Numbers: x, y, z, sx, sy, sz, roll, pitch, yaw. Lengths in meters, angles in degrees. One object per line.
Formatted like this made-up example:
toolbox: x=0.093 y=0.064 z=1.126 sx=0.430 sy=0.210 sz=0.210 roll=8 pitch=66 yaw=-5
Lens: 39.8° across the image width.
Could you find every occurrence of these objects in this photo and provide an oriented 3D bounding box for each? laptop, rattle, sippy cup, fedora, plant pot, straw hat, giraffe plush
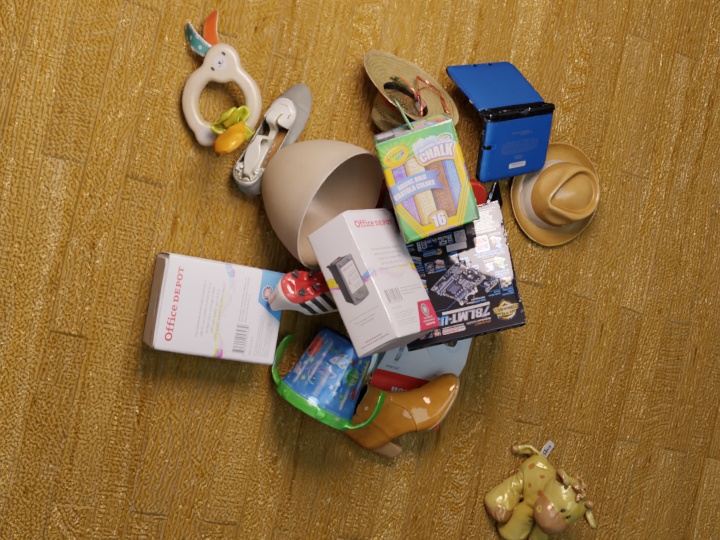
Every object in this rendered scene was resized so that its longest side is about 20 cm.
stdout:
laptop: x=0.245 y=-0.027 z=1.698 sx=0.102 sy=0.177 sz=0.203 roll=20 pitch=86 yaw=13
rattle: x=-0.224 y=-0.284 z=1.489 sx=0.128 sy=0.143 sz=0.204 roll=1 pitch=106 yaw=17
sippy cup: x=-0.049 y=0.168 z=1.605 sx=0.176 sy=0.139 sz=0.132 roll=30 pitch=90 yaw=-18
fedora: x=0.371 y=-0.139 z=1.808 sx=0.197 sy=0.082 sz=0.205 roll=-2 pitch=95 yaw=-24
plant pot: x=-0.077 y=-0.124 z=1.555 sx=0.200 sy=0.134 sz=0.202 roll=-41 pitch=150 yaw=-29
straw hat: x=0.065 y=-0.269 z=1.650 sx=0.199 sy=0.203 sz=0.085 roll=24 pitch=126 yaw=-24
giraffe plush: x=0.346 y=0.418 z=1.801 sx=0.171 sy=0.162 sz=0.203 roll=25 pitch=85 yaw=-24

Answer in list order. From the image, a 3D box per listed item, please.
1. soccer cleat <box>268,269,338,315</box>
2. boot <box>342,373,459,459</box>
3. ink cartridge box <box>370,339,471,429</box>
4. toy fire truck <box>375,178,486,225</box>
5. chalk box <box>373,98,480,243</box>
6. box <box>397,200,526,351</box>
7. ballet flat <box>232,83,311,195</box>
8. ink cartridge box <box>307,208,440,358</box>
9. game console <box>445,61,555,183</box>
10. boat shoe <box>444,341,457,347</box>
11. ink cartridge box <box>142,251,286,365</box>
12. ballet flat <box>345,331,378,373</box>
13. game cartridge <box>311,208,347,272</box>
soccer cleat: x=-0.054 y=0.035 z=1.561 sx=0.197 sy=0.085 sz=0.070 roll=-1 pitch=65 yaw=-40
boot: x=0.062 y=0.224 z=1.680 sx=0.201 sy=0.071 sz=0.144 roll=-46 pitch=124 yaw=8
ink cartridge box: x=0.103 y=0.169 z=1.732 sx=0.158 sy=0.047 sz=0.204 roll=15 pitch=87 yaw=-25
toy fire truck: x=0.116 y=-0.088 z=1.693 sx=0.196 sy=0.112 sz=0.171 roll=0 pitch=113 yaw=-23
chalk box: x=0.093 y=-0.165 z=1.508 sx=0.121 sy=0.125 sz=0.204 roll=-16 pitch=104 yaw=4
box: x=0.149 y=0.010 z=1.591 sx=0.196 sy=0.050 sz=0.203 roll=-13 pitch=81 yaw=4
ballet flat: x=-0.138 y=-0.214 z=1.572 sx=0.203 sy=0.067 sz=0.064 roll=-62 pitch=158 yaw=-5
ink cartridge box: x=0.022 y=0.017 z=1.500 sx=0.147 sy=0.085 sz=0.203 roll=-6 pitch=69 yaw=-59
game console: x=0.234 y=-0.259 z=1.716 sx=0.198 sy=0.117 sz=0.174 roll=-15 pitch=120 yaw=-44
boat shoe: x=0.146 y=0.052 z=1.690 sx=0.065 sy=0.201 sz=0.075 roll=8 pitch=121 yaw=11
ink cartridge box: x=-0.228 y=0.059 z=1.551 sx=0.197 sy=0.084 sz=0.148 roll=11 pitch=89 yaw=-27
ballet flat: x=0.017 y=0.076 z=1.674 sx=0.068 sy=0.069 sz=0.204 roll=18 pitch=90 yaw=-24
game cartridge: x=0.000 y=0.000 z=1.636 sx=0.133 sy=0.041 sz=0.200 roll=-42 pitch=85 yaw=-11
